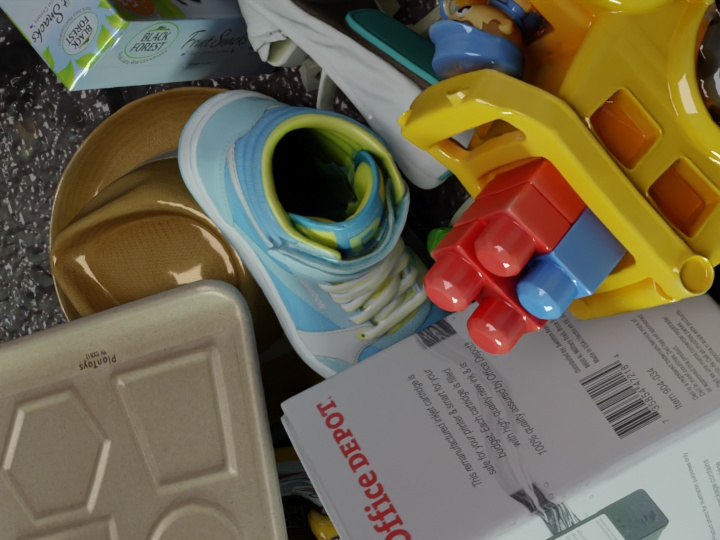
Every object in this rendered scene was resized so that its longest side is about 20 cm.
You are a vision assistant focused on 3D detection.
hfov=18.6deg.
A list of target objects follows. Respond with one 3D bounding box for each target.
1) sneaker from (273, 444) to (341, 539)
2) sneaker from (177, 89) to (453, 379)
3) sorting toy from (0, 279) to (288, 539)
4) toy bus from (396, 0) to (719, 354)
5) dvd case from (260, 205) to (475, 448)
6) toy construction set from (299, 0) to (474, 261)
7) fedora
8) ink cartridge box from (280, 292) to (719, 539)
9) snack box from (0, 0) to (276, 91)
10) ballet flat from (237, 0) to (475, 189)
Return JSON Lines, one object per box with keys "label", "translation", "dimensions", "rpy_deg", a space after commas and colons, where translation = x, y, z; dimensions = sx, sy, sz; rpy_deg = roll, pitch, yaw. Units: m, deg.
{"label": "sneaker", "translation": [0.015, 0.131, 1.134], "dimensions": [0.200, 0.082, 0.078], "rpy_deg": [-12, 108, 19]}
{"label": "sneaker", "translation": [0.000, 0.000, 1.051], "dimensions": [0.080, 0.131, 0.200], "rpy_deg": [-47, 109, -12]}
{"label": "sorting toy", "translation": [-0.114, 0.121, 1.112], "dimensions": [0.185, 0.036, 0.200], "rpy_deg": [-17, 81, 30]}
{"label": "toy bus", "translation": [0.086, -0.068, 0.953], "dimensions": [0.200, 0.192, 0.136], "rpy_deg": [48, 159, -11]}
{"label": "dvd case", "translation": [-0.037, 0.034, 1.191], "dimensions": [0.200, 0.025, 0.150], "rpy_deg": [-45, 77, 26]}
{"label": "toy construction set", "translation": [0.057, -0.072, 1.097], "dimensions": [0.200, 0.092, 0.131], "rpy_deg": [53, 141, 19]}
{"label": "fedora", "translation": [-0.095, -0.002, 1.153], "dimensions": [0.200, 0.082, 0.201], "rpy_deg": [4, 99, 27]}
{"label": "ink cartridge box", "translation": [0.083, 0.083, 1.011], "dimensions": [0.200, 0.146, 0.084], "rpy_deg": [-28, 128, -3]}
{"label": "snack box", "translation": [-0.120, -0.161, 1.104], "dimensions": [0.142, 0.200, 0.053], "rpy_deg": [49, 114, 13]}
{"label": "ballet flat", "translation": [-0.015, -0.111, 1.061], "dimensions": [0.200, 0.069, 0.069], "rpy_deg": [45, 115, 27]}
